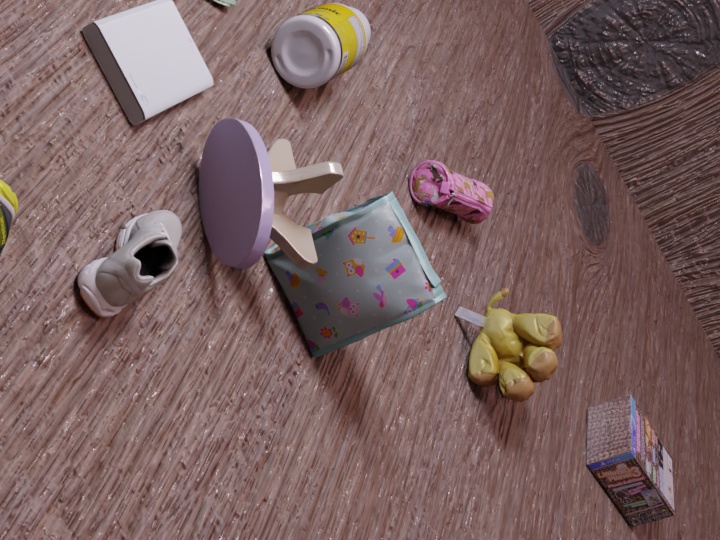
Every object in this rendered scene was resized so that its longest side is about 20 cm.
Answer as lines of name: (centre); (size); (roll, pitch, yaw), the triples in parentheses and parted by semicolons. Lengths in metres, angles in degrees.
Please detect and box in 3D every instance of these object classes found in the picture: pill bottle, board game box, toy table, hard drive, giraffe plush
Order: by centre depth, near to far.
toy table: (-0.121, -0.090, 1.675); (0.117, 0.184, 0.200); (10, 68, -41)
hard drive: (-0.265, -0.270, 1.684); (0.132, 0.026, 0.200); (63, 25, -10)
pill bottle: (-0.053, -0.355, 2.062); (0.111, 0.111, 0.200); (63, 25, -9)
giraffe plush: (0.265, 0.145, 2.272); (0.200, 0.173, 0.162); (42, -2, 34)
board game box: (0.537, 0.379, 2.633); (0.200, 0.097, 0.160); (53, 29, -27)

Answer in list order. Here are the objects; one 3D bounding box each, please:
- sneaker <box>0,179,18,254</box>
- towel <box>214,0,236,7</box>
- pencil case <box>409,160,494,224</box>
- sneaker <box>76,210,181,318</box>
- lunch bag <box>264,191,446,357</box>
sneaker: (-0.393, -0.071, 1.223); (0.200, 0.074, 0.085); (36, 40, -48)
towel: (-0.251, -0.467, 1.869); (0.200, 0.023, 0.153); (20, 52, -57)
pencil case: (0.164, -0.137, 2.340); (0.200, 0.083, 0.087); (15, 56, -60)
sneaker: (-0.230, -0.017, 1.475); (0.076, 0.092, 0.200); (59, 27, -18)
lunch bag: (0.000, 0.000, 1.781); (0.171, 0.200, 0.122); (64, 26, -6)
